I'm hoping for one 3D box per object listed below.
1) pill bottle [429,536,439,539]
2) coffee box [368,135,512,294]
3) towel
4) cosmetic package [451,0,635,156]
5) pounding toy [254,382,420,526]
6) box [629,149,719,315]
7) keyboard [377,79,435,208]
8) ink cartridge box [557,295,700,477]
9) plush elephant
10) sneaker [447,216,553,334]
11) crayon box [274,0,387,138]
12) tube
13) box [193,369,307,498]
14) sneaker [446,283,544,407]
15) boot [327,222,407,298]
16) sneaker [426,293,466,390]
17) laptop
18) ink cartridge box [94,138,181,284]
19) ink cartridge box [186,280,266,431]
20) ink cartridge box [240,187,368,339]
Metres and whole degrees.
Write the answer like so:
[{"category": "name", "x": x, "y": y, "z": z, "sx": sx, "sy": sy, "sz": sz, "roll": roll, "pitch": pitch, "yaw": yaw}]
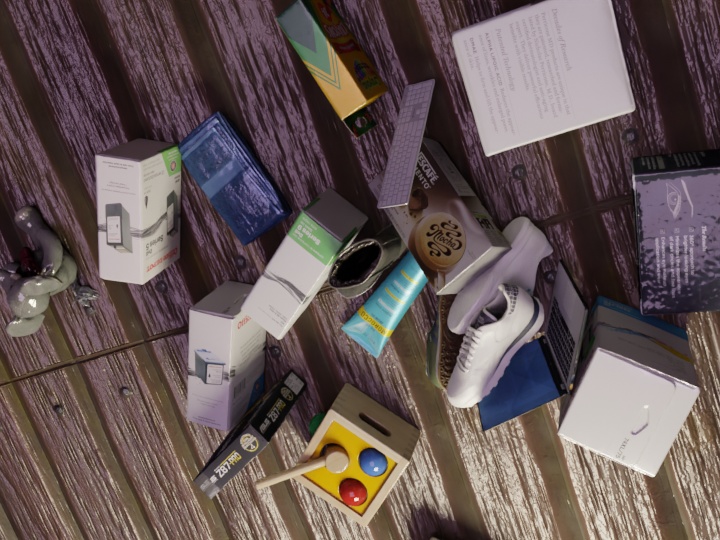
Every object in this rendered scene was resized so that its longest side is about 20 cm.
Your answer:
[{"category": "pill bottle", "x": 0.190, "y": 0.548, "z": 1.422, "sx": 0.197, "sy": 0.114, "sz": 0.116, "roll": 26, "pitch": 113, "yaw": 6}, {"category": "coffee box", "x": 0.114, "y": -0.080, "z": 1.215, "sx": 0.113, "sy": 0.079, "sz": 0.202, "roll": -40, "pitch": 70, "yaw": 25}, {"category": "towel", "x": -0.207, "y": -0.145, "z": 1.345, "sx": 0.111, "sy": 0.049, "sz": 0.201, "roll": -33, "pitch": 97, "yaw": 24}, {"category": "cosmetic package", "x": 0.246, "y": -0.271, "z": 1.104, "sx": 0.197, "sy": 0.165, "sz": 0.168, "roll": -15, "pitch": 103, "yaw": 19}, {"category": "pounding toy", "x": -0.037, "y": 0.316, "z": 1.397, "sx": 0.198, "sy": 0.142, "sz": 0.186, "roll": 32, "pitch": 113, "yaw": 3}, {"category": "box", "x": 0.475, "y": -0.055, "z": 1.133, "sx": 0.196, "sy": 0.117, "sz": 0.201, "roll": -3, "pitch": 107, "yaw": 19}, {"category": "keyboard", "x": 0.066, "y": -0.183, "z": 1.194, "sx": 0.011, "sy": 0.204, "sz": 0.056, "roll": 28, "pitch": 156, "yaw": -37}, {"category": "ink cartridge box", "x": 0.378, "y": 0.158, "z": 1.189, "sx": 0.144, "sy": 0.200, "sz": 0.149, "roll": 22, "pitch": 113, "yaw": 8}, {"category": "plush elephant", "x": -0.577, "y": 0.020, "z": 1.451, "sx": 0.199, "sy": 0.155, "sz": 0.166, "roll": 37, "pitch": 114, "yaw": 2}, {"category": "sneaker", "x": 0.214, "y": 0.025, "z": 1.239, "sx": 0.088, "sy": 0.075, "sz": 0.201, "roll": 37, "pitch": 90, "yaw": -19}, {"category": "crayon box", "x": -0.029, "y": -0.296, "z": 1.199, "sx": 0.050, "sy": 0.127, "sz": 0.202, "roll": -31, "pitch": 98, "yaw": 23}, {"category": "tube", "x": 0.049, "y": 0.050, "z": 1.339, "sx": 0.077, "sy": 0.050, "sz": 0.201, "roll": 40, "pitch": 120, "yaw": 8}, {"category": "box", "x": -0.180, "y": 0.269, "z": 1.393, "sx": 0.049, "sy": 0.200, "sz": 0.161, "roll": 42, "pitch": 115, "yaw": -3}, {"category": "sneaker", "x": 0.176, "y": 0.107, "z": 1.202, "sx": 0.080, "sy": 0.077, "sz": 0.202, "roll": 24, "pitch": 105, "yaw": -33}, {"category": "boot", "x": -0.002, "y": -0.001, "z": 1.248, "sx": 0.072, "sy": 0.200, "sz": 0.182, "roll": 42, "pitch": 114, "yaw": -1}, {"category": "sneaker", "x": 0.136, "y": 0.085, "z": 1.307, "sx": 0.066, "sy": 0.090, "sz": 0.204, "roll": 10, "pitch": 83, "yaw": -15}, {"category": "laptop", "x": 0.239, "y": 0.104, "z": 1.208, "sx": 0.113, "sy": 0.188, "sz": 0.204, "roll": 6, "pitch": 111, "yaw": -1}, {"category": "ink cartridge box", "x": -0.357, "y": -0.098, "z": 1.352, "sx": 0.082, "sy": 0.146, "sz": 0.204, "roll": 9, "pitch": 111, "yaw": 12}, {"category": "ink cartridge box", "x": -0.220, "y": 0.138, "z": 1.390, "sx": 0.084, "sy": 0.146, "sz": 0.204, "roll": 9, "pitch": 110, "yaw": 15}, {"category": "ink cartridge box", "x": -0.088, "y": -0.012, "z": 1.300, "sx": 0.084, "sy": 0.146, "sz": 0.201, "roll": 36, "pitch": 114, "yaw": 1}]
